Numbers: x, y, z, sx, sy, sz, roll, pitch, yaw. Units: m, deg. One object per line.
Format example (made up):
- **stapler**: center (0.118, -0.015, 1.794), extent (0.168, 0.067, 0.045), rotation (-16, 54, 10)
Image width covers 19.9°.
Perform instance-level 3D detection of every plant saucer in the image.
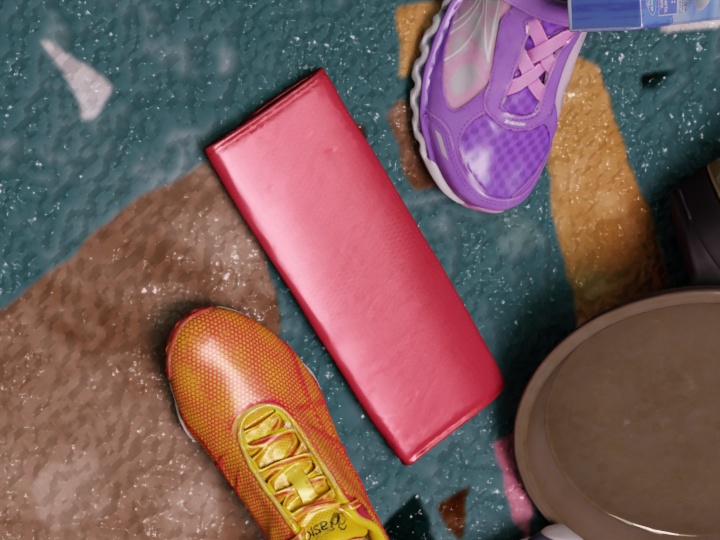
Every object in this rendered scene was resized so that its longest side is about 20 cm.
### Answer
- **plant saucer**: center (0.180, 0.084, 1.075), extent (0.200, 0.029, 0.200), rotation (3, 127, 4)

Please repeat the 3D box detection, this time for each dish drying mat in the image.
- **dish drying mat**: center (0.000, 0.000, 1.055), extent (0.077, 0.018, 0.200), rotation (-36, 107, -14)

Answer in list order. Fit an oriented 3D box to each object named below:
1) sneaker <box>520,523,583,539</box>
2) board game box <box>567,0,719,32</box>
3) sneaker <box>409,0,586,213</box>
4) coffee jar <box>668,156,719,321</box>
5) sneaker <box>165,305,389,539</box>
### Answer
- **sneaker**: center (0.089, 0.248, 1.090), extent (0.130, 0.079, 0.199), rotation (-23, 109, -11)
- **board game box**: center (0.160, -0.223, 1.014), extent (0.199, 0.043, 0.200), rotation (-17, 106, -57)
- **sneaker**: center (0.085, -0.127, 1.032), extent (0.080, 0.088, 0.200), rotation (11, 94, -23)
- **coffee jar**: center (0.257, -0.048, 1.065), extent (0.200, 0.104, 0.085), rotation (-34, 112, 15)
- **sneaker**: center (-0.029, 0.102, 1.026), extent (0.073, 0.077, 0.200), rotation (-35, 106, -11)
